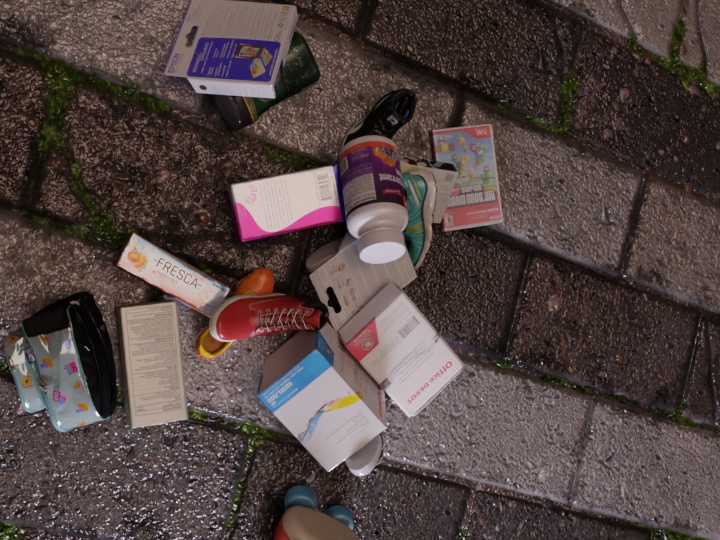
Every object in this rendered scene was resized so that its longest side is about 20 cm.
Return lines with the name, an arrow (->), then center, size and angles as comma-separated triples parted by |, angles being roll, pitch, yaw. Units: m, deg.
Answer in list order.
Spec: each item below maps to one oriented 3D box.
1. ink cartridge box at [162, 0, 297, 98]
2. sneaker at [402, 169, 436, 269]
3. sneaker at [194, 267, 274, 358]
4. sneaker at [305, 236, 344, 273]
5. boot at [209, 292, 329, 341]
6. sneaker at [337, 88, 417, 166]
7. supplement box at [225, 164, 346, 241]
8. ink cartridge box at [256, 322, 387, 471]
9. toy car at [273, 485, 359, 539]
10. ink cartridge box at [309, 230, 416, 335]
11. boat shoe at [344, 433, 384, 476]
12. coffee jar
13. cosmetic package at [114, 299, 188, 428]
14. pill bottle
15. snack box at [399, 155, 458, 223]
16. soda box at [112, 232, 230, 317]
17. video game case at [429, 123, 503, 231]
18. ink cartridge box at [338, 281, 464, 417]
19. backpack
ink cartridge box -> -0.223, -0.391, 1.506 | 0.195, 0.044, 0.202 | 7, 58, 6
sneaker -> 0.098, -0.099, 1.656 | 0.077, 0.078, 0.204 | -1, 118, -5
sneaker -> -0.218, 0.081, 1.554 | 0.073, 0.077, 0.202 | 40, 75, -16
sneaker -> -0.008, -0.022, 1.647 | 0.197, 0.075, 0.090 | -25, 111, -21
boot -> -0.150, 0.083, 1.484 | 0.198, 0.142, 0.074 | -14, 107, -49
sneaker -> 0.034, -0.268, 1.635 | 0.073, 0.111, 0.202 | 37, 77, -17
supplement box -> -0.136, -0.121, 1.560 | 0.195, 0.103, 0.104 | -12, 95, -15
ink cartridge box -> -0.065, 0.221, 1.557 | 0.144, 0.148, 0.201 | -38, 106, 12
toy car -> -0.109, 0.543, 1.579 | 0.175, 0.185, 0.201 | 31, 108, -20
ink cartridge box -> 0.000, 0.000, 1.602 | 0.198, 0.057, 0.165 | -34, 128, -13
boat shoe -> 0.014, 0.332, 1.596 | 0.070, 0.200, 0.069 | -22, 106, 5
coffee jar -> -0.176, -0.341, 1.561 | 0.198, 0.085, 0.106 | -35, 114, -19
cosmetic package -> -0.361, 0.157, 1.489 | 0.101, 0.087, 0.206 | -5, 91, -23
pill bottle -> 0.025, -0.122, 1.510 | 0.109, 0.112, 0.205 | 2, 65, -22
snack box -> 0.081, -0.160, 1.666 | 0.195, 0.037, 0.118 | 6, 122, -22
soda box -> -0.329, 0.011, 1.511 | 0.198, 0.068, 0.065 | 32, 79, -20
video game case -> 0.217, -0.190, 1.762 | 0.140, 0.017, 0.205 | -9, 94, -22
ink cartridge box -> 0.076, 0.146, 1.597 | 0.145, 0.085, 0.201 | -41, 110, 0
backpack -> -0.475, 0.157, 1.398 | 0.150, 0.176, 0.204 | -22, 100, -3
